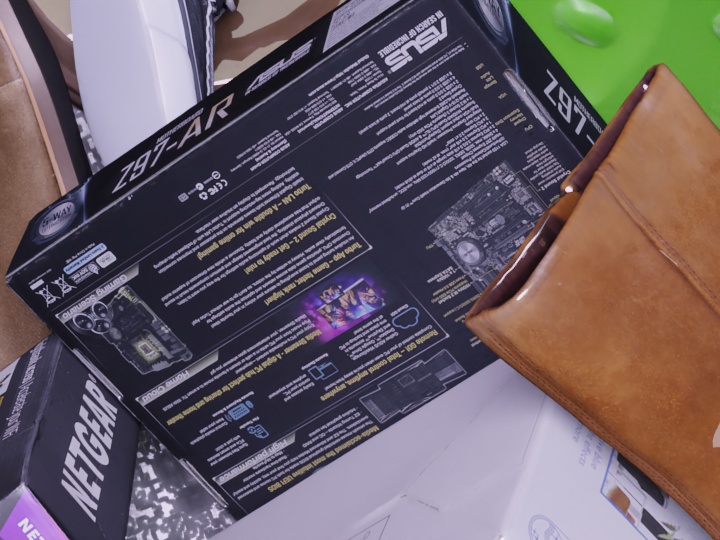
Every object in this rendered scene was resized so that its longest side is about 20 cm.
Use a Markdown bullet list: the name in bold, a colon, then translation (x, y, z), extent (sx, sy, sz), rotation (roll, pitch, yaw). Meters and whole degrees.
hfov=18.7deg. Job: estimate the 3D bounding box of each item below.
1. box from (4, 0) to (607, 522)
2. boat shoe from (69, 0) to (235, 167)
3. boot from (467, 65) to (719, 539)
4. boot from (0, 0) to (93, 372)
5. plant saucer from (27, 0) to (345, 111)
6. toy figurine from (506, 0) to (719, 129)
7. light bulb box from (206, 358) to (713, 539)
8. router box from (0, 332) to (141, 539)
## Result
- **box**: translation (0.000, 0.000, 0.777), extent (0.200, 0.044, 0.160), rotation (-32, 113, 24)
- **boat shoe**: translation (-0.075, -0.117, 0.839), extent (0.067, 0.072, 0.201), rotation (-7, 78, -30)
- **boot**: translation (0.150, 0.017, 0.686), extent (0.200, 0.068, 0.188), rotation (46, 69, -7)
- **boot**: translation (-0.142, -0.048, 0.837), extent (0.075, 0.074, 0.201), rotation (-20, 98, 4)
- **plant saucer**: translation (-0.064, -0.153, 0.890), extent (0.199, 0.029, 0.201), rotation (1, 83, -5)
- **toy figurine**: translation (0.133, -0.107, 0.828), extent (0.199, 0.184, 0.150), rotation (25, 124, -10)
- **light bulb box**: translation (0.055, 0.157, 0.734), extent (0.198, 0.125, 0.200), rotation (-34, 106, 34)
- **router box**: translation (-0.148, 0.101, 0.743), extent (0.149, 0.200, 0.051), rotation (-37, 103, 6)
